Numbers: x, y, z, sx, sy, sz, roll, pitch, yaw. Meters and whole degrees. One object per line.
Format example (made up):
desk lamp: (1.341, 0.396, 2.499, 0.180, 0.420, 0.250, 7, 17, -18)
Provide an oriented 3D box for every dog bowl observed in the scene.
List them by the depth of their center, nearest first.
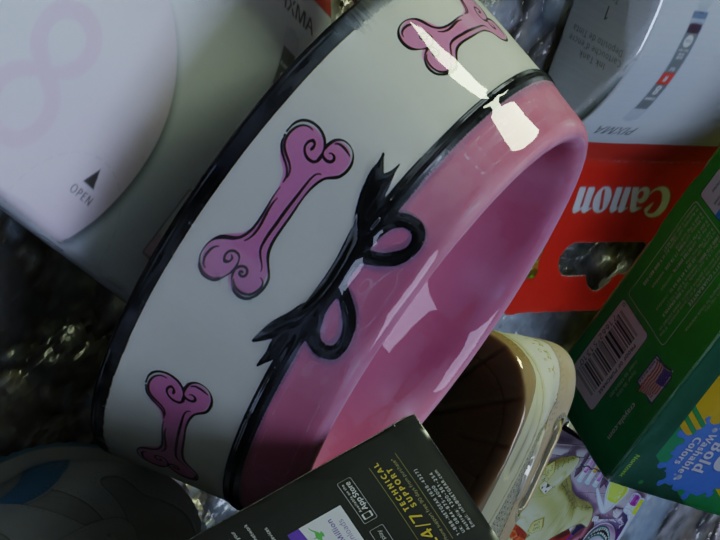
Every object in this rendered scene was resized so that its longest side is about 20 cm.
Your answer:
dog bowl: (0.000, 0.000, 0.895, 0.200, 0.074, 0.200, -51, 167, -17)

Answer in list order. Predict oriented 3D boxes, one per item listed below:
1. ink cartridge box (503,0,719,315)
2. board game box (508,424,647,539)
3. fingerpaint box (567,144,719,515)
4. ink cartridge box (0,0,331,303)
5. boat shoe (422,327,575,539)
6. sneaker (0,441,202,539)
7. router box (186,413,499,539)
ink cartridge box: (0.138, -0.067, 1.087, 0.162, 0.050, 0.201, -1, 113, -48)
board game box: (0.043, 0.109, 1.124, 0.120, 0.032, 0.200, -55, 144, 3)
fingerpaint box: (0.205, 0.015, 1.124, 0.166, 0.073, 0.200, 20, 116, -35)
ink cartridge box: (-0.053, -0.099, 0.848, 0.200, 0.057, 0.163, -51, 143, -2)
boat shoe: (0.018, 0.111, 1.015, 0.065, 0.072, 0.201, 6, 117, -58)
sneaker: (-0.123, 0.111, 0.890, 0.199, 0.081, 0.077, -8, 120, -47)
router box: (-0.053, 0.139, 0.875, 0.157, 0.052, 0.200, -28, 163, -24)
